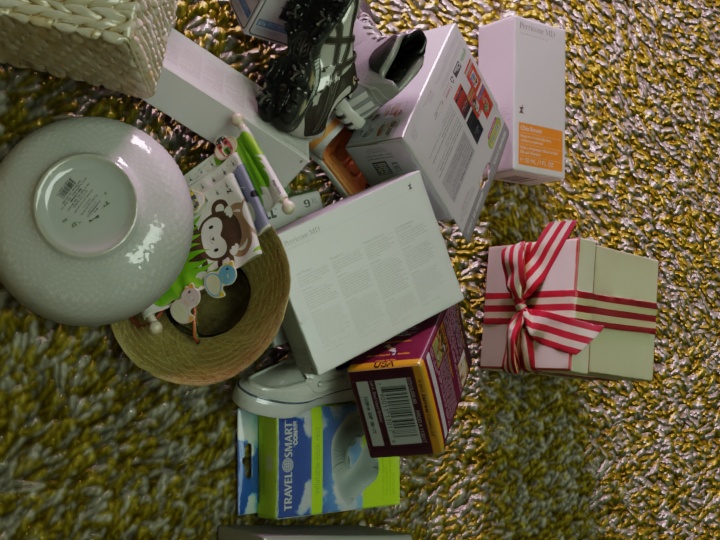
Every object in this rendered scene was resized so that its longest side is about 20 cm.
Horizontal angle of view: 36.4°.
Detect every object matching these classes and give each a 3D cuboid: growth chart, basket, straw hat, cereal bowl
[{"bbox_3d":[-0.158,-0.042,1.084,0.199,0.145,0.018,-39,157,5],"label":"growth chart"},{"bbox_3d":[-0.263,-0.268,0.971,0.196,0.200,0.163,13,85,-4],"label":"basket"},{"bbox_3d":[-0.148,0.031,1.116,0.085,0.199,0.204,43,57,-65],"label":"straw hat"},{"bbox_3d":[-0.253,-0.051,1.019,0.197,0.083,0.203,2,81,-11],"label":"cereal bowl"}]

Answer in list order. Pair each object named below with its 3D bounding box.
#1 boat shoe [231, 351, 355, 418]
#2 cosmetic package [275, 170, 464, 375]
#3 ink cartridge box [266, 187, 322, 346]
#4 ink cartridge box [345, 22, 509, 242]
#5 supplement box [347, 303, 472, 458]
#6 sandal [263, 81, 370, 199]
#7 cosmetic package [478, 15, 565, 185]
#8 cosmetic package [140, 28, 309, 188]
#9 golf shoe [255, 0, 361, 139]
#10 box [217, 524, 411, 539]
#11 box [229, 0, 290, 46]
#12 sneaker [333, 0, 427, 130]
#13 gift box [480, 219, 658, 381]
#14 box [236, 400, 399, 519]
[{"bbox_3d":[-0.058,0.110,1.202,0.199,0.073,0.066,-8,120,-51],"label":"boat shoe"},{"bbox_3d":[0.000,0.000,1.167,0.199,0.052,0.152,-25,103,-27],"label":"cosmetic package"},{"bbox_3d":[-0.090,-0.028,1.194,0.103,0.059,0.203,-18,98,-36],"label":"ink cartridge box"},{"bbox_3d":[0.087,-0.156,1.302,0.176,0.083,0.201,54,46,-35],"label":"ink cartridge box"},{"bbox_3d":[0.060,0.107,1.229,0.200,0.085,0.112,-58,138,-61],"label":"supplement box"},{"bbox_3d":[-0.024,-0.156,1.258,0.207,0.059,0.079,49,58,-20],"label":"sandal"},{"bbox_3d":[0.213,-0.221,1.443,0.101,0.071,0.203,4,84,-37],"label":"cosmetic package"},{"bbox_3d":[-0.146,-0.172,1.145,0.199,0.051,0.083,31,31,-25],"label":"cosmetic package"},{"bbox_3d":[-0.037,-0.234,1.154,0.094,0.077,0.202,29,87,-52],"label":"golf shoe"},{"bbox_3d":[-0.052,0.344,1.186,0.198,0.097,0.126,10,80,-36],"label":"box"},{"bbox_3d":[-0.044,-0.338,1.179,0.116,0.201,0.060,10,40,-37],"label":"box"},{"bbox_3d":[0.028,-0.253,1.240,0.075,0.115,0.202,38,40,-37],"label":"sneaker"},{"bbox_3d":[0.269,0.045,1.394,0.185,0.199,0.187,10,76,-35],"label":"gift box"},{"bbox_3d":[-0.044,0.209,1.233,0.198,0.047,0.124,2,85,-38],"label":"box"}]
